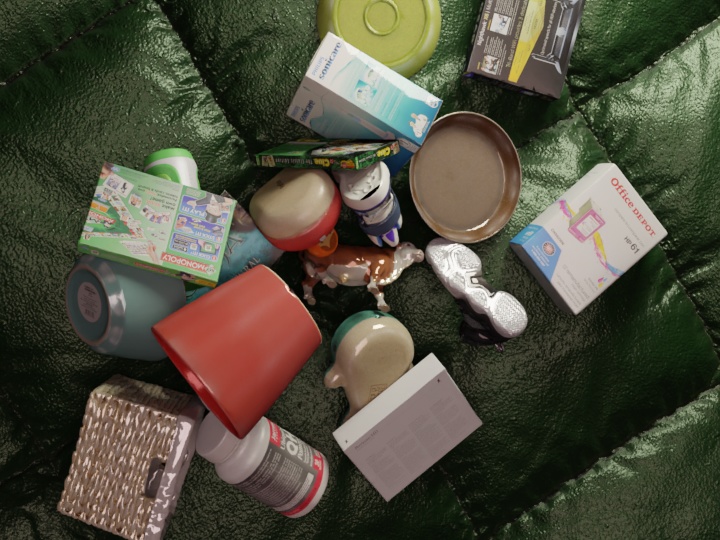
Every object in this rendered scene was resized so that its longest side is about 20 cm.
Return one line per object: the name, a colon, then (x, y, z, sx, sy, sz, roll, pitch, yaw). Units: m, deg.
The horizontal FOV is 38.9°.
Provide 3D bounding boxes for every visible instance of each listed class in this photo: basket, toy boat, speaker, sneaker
basket: (-0.332, 0.274, 1.510, 0.158, 0.200, 0.201, 17, 91, -5)
toy boat: (-0.081, -0.075, 1.520, 0.130, 0.200, 0.131, -39, 110, -2)
speaker: (-0.271, -0.075, 1.526, 0.087, 0.089, 0.203, -12, 77, -5)
sneaker: (0.030, -0.092, 1.519, 0.080, 0.200, 0.147, -36, 114, 0)
sneaker: (0.166, 0.046, 1.595, 0.075, 0.114, 0.200, -36, 73, -28)

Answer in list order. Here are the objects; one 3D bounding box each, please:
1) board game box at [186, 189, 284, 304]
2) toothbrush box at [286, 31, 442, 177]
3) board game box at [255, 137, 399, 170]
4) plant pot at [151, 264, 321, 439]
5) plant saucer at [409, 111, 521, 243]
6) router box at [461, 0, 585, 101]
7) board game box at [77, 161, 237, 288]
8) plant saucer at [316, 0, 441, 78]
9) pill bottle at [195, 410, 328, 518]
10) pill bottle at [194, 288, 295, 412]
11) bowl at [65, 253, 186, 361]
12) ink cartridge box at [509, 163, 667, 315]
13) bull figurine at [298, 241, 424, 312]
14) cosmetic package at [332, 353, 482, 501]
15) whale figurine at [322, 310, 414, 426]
board game box: (-0.231, -0.006, 1.586, 0.135, 0.028, 0.200, 44, 88, -7)
toothbrush box: (0.002, -0.244, 1.529, 0.198, 0.146, 0.086, 28, 71, -6)
board game box: (-0.049, -0.173, 1.501, 0.104, 0.198, 0.024, -30, 118, -43)
plant pot: (-0.162, 0.102, 1.418, 0.177, 0.200, 0.201, -39, 97, -15)
plant saucer: (0.160, -0.145, 1.596, 0.197, 0.032, 0.204, -1, 92, -23)
router box: (0.260, -0.384, 1.600, 0.155, 0.052, 0.203, 15, 92, -6)
board game box: (-0.286, -0.065, 1.448, 0.197, 0.029, 0.136, 16, 63, -11)
plant saucer: (0.031, -0.392, 1.588, 0.196, 0.031, 0.204, 0, 93, -6)
pill bottle: (-0.150, 0.284, 1.538, 0.199, 0.111, 0.111, 38, 89, -32)
pill bottle: (-0.165, 0.122, 1.558, 0.198, 0.114, 0.115, -31, 96, -3)
bowl: (-0.354, 0.043, 1.482, 0.104, 0.199, 0.204, -14, 97, -48)
ink cartridge box: (0.360, -0.052, 1.617, 0.199, 0.085, 0.145, -41, 96, -3)
bull figurine: (0.000, 0.000, 1.578, 0.196, 0.122, 0.066, 2, 131, 2)
cosmetic package: (0.075, 0.246, 1.590, 0.199, 0.052, 0.151, -38, 130, -3)
whale figurine: (0.007, 0.156, 1.598, 0.157, 0.104, 0.203, -6, 118, -26)
